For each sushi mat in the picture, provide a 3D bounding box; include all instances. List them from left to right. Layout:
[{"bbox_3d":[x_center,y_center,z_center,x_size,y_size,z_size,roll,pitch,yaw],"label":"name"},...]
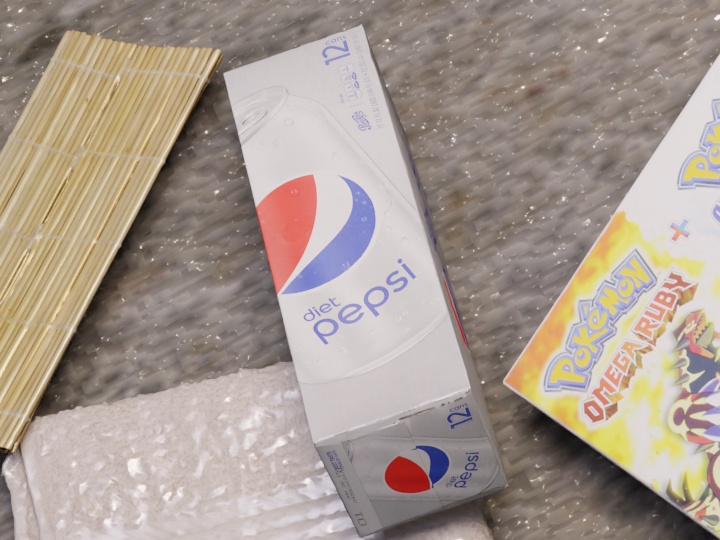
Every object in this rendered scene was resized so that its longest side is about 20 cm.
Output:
[{"bbox_3d":[-0.137,-0.015,1.099,0.095,0.012,0.201,13,68,36],"label":"sushi mat"}]

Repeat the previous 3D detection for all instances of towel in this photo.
[{"bbox_3d":[-0.045,0.102,1.022,0.199,0.034,0.133,-15,64,11],"label":"towel"}]

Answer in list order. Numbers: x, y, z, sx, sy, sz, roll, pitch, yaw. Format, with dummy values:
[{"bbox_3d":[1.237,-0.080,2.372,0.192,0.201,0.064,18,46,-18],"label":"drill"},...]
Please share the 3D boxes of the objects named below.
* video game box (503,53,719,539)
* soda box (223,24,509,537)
[{"bbox_3d":[0.177,0.009,0.954,0.182,0.047,0.200,35,93,37],"label":"video game box"},{"bbox_3d":[0.000,0.000,1.006,0.063,0.068,0.201,-19,49,4],"label":"soda box"}]
